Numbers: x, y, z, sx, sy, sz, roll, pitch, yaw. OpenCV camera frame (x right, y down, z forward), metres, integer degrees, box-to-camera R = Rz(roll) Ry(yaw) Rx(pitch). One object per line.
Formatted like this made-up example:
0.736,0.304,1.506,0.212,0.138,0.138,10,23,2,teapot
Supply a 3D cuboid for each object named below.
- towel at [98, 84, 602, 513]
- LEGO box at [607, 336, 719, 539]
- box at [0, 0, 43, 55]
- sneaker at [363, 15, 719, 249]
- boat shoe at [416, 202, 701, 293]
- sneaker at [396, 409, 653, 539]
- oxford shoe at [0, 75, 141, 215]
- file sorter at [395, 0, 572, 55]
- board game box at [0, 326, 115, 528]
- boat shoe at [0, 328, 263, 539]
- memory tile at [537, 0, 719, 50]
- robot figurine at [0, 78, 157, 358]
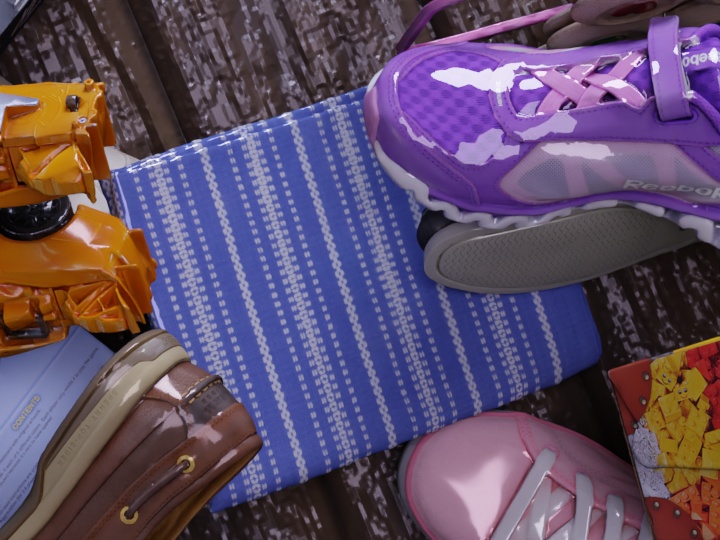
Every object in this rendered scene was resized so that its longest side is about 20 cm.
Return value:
0.000,0.000,1.132,0.199,0.024,0.146,-19,90,-28,towel
0.221,0.044,1.086,0.199,0.148,0.078,-12,84,-45,LEGO box
-0.206,-0.167,1.083,0.199,0.044,0.161,34,41,-5,box
0.102,-0.063,1.067,0.199,0.089,0.081,7,63,-13,sneaker
0.107,-0.041,1.150,0.199,0.072,0.068,-17,66,-22,boat shoe
0.112,0.118,1.124,0.199,0.105,0.076,32,81,-4,sneaker
-0.152,-0.047,1.099,0.199,0.074,0.071,15,48,-9,oxford shoe
0.050,-0.201,1.131,0.125,0.139,0.201,-15,87,-8,file sorter
-0.193,0.088,1.115,0.103,0.019,0.200,38,79,-5,board game box
-0.109,0.120,1.066,0.067,0.072,0.201,37,107,11,boat shoe
0.171,-0.112,1.134,0.198,0.153,0.017,-11,80,-10,memory tile
-0.184,-0.015,1.043,0.198,0.146,0.058,-6,42,8,robot figurine
